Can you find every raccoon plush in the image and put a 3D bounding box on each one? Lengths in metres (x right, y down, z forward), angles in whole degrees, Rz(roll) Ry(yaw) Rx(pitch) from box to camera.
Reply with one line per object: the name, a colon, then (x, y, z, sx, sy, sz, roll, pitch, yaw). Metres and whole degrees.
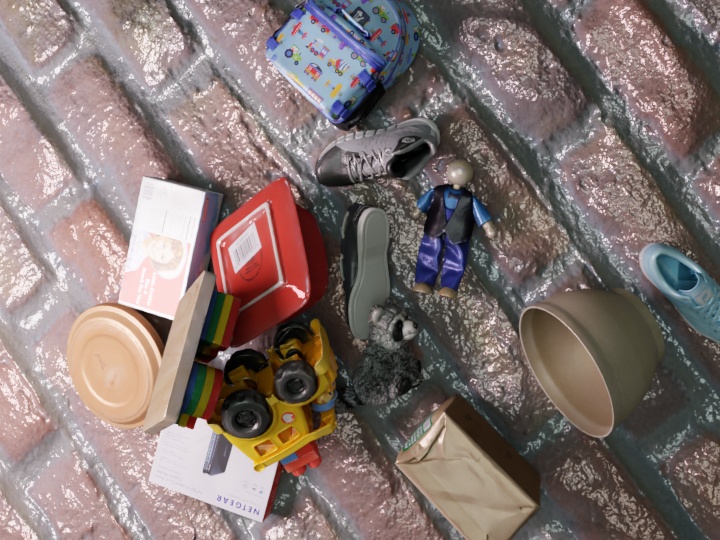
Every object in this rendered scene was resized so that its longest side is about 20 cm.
raccoon plush: (0.003, 0.129, 1.415, 0.197, 0.097, 0.136, -24, 93, 10)

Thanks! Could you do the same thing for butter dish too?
butter dish: (-0.112, -0.004, 1.419, 0.199, 0.146, 0.203, -32, 62, 38)

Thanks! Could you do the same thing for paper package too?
paper package: (0.156, 0.280, 1.347, 0.190, 0.200, 0.104, 44, 99, 7)

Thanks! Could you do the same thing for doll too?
doll: (0.135, -0.062, 1.411, 0.134, 0.048, 0.204, 10, 88, 20)

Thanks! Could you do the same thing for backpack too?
backpack: (-0.017, -0.330, 1.388, 0.200, 0.134, 0.183, -44, 85, 7)

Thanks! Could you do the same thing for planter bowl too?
planter bowl: (0.331, 0.108, 1.323, 0.133, 0.200, 0.203, -28, 87, -16)

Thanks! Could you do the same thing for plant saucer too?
plant saucer: (-0.384, 0.152, 1.501, 0.197, 0.032, 0.204, 7, 105, 25)

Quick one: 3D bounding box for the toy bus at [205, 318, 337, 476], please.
toy bus: (-0.098, 0.199, 1.382, 0.198, 0.136, 0.193, -31, 114, 10)

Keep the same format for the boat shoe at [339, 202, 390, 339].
boat shoe: (0.000, 0.000, 1.434, 0.060, 0.073, 0.204, 23, 119, 49)

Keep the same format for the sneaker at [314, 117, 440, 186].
sneaker: (0.021, -0.160, 1.388, 0.197, 0.116, 0.076, -20, 114, 11)

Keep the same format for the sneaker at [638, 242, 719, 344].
sneaker: (0.470, 0.040, 1.332, 0.199, 0.082, 0.074, 38, 100, 7)

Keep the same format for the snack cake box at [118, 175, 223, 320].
snack cake box: (-0.293, -0.034, 1.482, 0.113, 0.067, 0.204, 15, 95, 16)

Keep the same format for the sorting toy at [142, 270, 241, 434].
sorting toy: (-0.229, 0.126, 1.327, 0.069, 0.200, 0.202, 18, 71, -16)

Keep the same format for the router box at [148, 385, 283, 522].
router box: (-0.212, 0.270, 1.494, 0.196, 0.049, 0.183, 16, 95, 10)
